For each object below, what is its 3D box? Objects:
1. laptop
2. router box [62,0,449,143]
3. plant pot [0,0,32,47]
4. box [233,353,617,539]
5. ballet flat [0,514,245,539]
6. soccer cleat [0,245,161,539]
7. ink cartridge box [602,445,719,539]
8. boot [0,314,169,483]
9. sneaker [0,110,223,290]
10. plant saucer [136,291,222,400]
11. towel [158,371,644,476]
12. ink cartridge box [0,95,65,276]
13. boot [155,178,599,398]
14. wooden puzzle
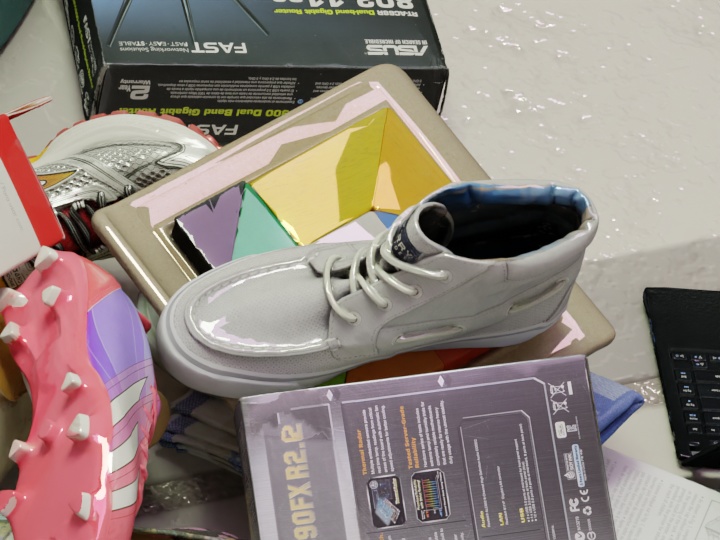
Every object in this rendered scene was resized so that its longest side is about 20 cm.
[{"bbox_3d":[0.251,0.049,1.486,0.177,0.103,0.200,4,42,-9],"label":"laptop"},{"bbox_3d":[-0.064,-0.142,1.647,0.200,0.062,0.150,-1,47,-16],"label":"router box"},{"bbox_3d":[-0.242,-0.201,1.630,0.141,0.141,0.200,23,34,13],"label":"plant pot"},{"bbox_3d":[0.036,0.145,1.288,0.158,0.048,0.200,-8,76,-7],"label":"box"},{"bbox_3d":[-0.107,0.136,1.292,0.200,0.071,0.069,5,74,-40],"label":"ballet flat"},{"bbox_3d":[-0.112,0.070,1.267,0.076,0.067,0.200,31,27,-32],"label":"soccer cleat"},{"bbox_3d":[0.115,0.157,1.385,0.200,0.050,0.162,24,42,8],"label":"ink cartridge box"},{"bbox_3d":[-0.203,0.054,1.372,0.201,0.071,0.144,0,14,-41],"label":"boot"},{"bbox_3d":[-0.152,-0.019,1.467,0.200,0.078,0.082,-12,38,14],"label":"sneaker"},{"bbox_3d":[-0.018,-0.006,1.485,0.200,0.050,0.200,-7,32,4],"label":"plant saucer"},{"bbox_3d":[0.016,0.071,1.422,0.200,0.024,0.147,19,42,37],"label":"towel"},{"bbox_3d":[-0.217,-0.007,1.325,0.200,0.116,0.067,-35,102,-55],"label":"ink cartridge box"},{"bbox_3d":[0.009,-0.001,1.330,0.200,0.096,0.074,-11,64,-18],"label":"boot"},{"bbox_3d":[0.000,0.000,1.402,0.200,0.037,0.185,-28,69,-30],"label":"wooden puzzle"}]
